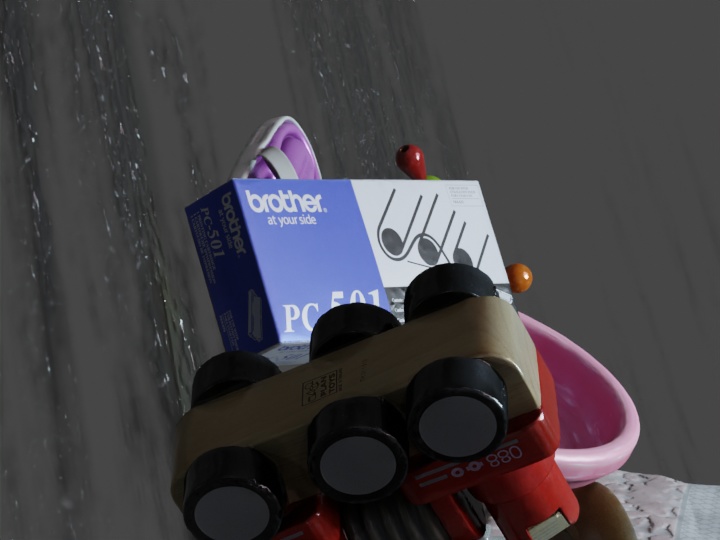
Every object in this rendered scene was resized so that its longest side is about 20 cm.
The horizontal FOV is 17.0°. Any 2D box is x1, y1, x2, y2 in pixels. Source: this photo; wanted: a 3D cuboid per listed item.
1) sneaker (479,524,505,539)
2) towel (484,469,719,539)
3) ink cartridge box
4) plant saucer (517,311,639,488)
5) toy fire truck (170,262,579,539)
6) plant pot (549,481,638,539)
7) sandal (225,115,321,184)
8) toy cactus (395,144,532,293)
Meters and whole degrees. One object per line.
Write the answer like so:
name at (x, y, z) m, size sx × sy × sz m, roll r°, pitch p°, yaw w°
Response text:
sneaker at (0.089, 0.220, 1.327) m, size 0.200 × 0.115 × 0.075 m, roll 59°, pitch 18°, yaw -28°
towel at (0.174, 0.168, 1.579) m, size 0.200 × 0.191 × 0.032 m, roll -47°, pitch 141°, yaw -74°
ink cartridge box at (0.000, 0.000, 1.325) m, size 0.200 × 0.044 × 0.094 m, roll -2°, pitch 71°, yaw -47°
plant saucer at (0.062, 0.073, 1.406) m, size 0.200 × 0.051 × 0.201 m, roll 19°, pitch 22°, yaw -8°
toy fire truck at (0.027, 0.109, 1.164) m, size 0.200 × 0.176 × 0.129 m, roll 58°, pitch 17°, yaw -31°
plant pot at (0.123, 0.221, 1.385) m, size 0.200 × 0.027 × 0.200 m, roll 180°, pitch -90°, yaw -75°
sandal at (-0.040, -0.035, 1.378) m, size 0.082 × 0.050 × 0.203 m, roll 57°, pitch 20°, yaw -29°
toy cactus at (0.066, 0.025, 1.602) m, size 0.165 × 0.102 × 0.200 m, roll 65°, pitch 4°, yaw -47°
